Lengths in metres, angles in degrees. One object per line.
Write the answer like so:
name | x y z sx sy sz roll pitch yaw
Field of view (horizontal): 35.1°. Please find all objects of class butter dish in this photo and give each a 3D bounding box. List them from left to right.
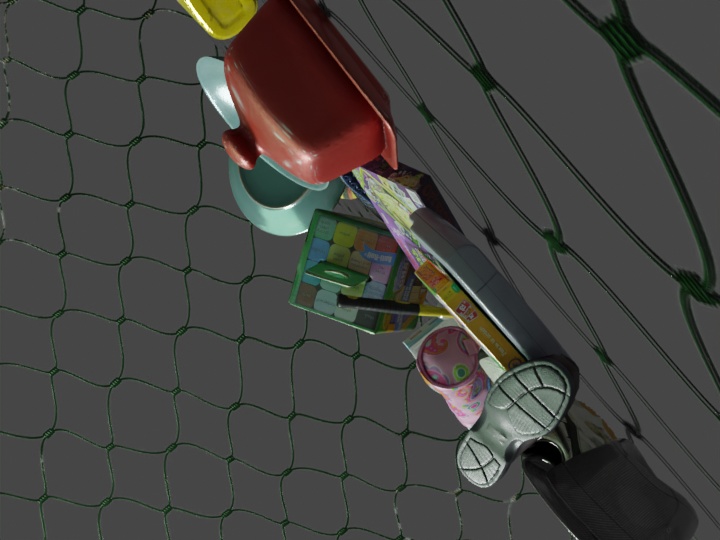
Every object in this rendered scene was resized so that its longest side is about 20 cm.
butter dish | -0.066 -0.154 1.079 0.200 0.148 0.199 52 179 6

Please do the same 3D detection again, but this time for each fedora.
fedora | 0.257 0.225 1.103 0.200 0.090 0.177 40 -172 -31

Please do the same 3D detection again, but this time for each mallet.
mallet | 0.074 0.048 1.272 0.066 0.198 0.041 -125 41 -66

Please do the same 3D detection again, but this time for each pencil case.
pencil case | 0.134 0.137 1.442 0.088 0.087 0.200 51 -179 30

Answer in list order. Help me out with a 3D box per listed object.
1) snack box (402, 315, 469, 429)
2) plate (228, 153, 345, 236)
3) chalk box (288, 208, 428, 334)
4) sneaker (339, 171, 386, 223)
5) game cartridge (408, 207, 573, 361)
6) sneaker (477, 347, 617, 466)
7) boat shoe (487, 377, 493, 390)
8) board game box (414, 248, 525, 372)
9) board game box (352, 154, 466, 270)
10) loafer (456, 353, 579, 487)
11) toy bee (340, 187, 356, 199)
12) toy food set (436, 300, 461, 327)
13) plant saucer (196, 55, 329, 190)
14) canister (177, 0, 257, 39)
snack box | 0.163 0.142 1.580 0.200 0.116 0.037 53 178 -17
plate | -0.097 -0.145 1.440 0.025 0.200 0.201 4 -138 -55
chalk box | 0.000 0.000 1.386 0.124 0.125 0.200 19 -176 19
sneaker | 0.003 -0.118 1.283 0.078 0.070 0.200 40 171 46
game cartridge | 0.133 0.028 1.128 0.200 0.042 0.133 47 177 -29
sneaker | 0.189 0.156 1.256 0.200 0.087 0.076 44 159 29
boat shoe | 0.233 0.177 1.341 0.200 0.072 0.072 41 169 14
board game box | 0.125 0.062 1.166 0.200 0.030 0.096 50 180 -16
board game box | 0.067 -0.047 1.236 0.120 0.032 0.200 24 158 42
loafer | 0.160 0.139 1.124 0.072 0.063 0.200 45 136 15
toy bee | -0.058 -0.157 1.512 0.130 0.109 0.201 -6 -126 -37
toy food set | 0.140 0.060 1.432 0.144 0.060 0.200 52 179 12
plant saucer | -0.099 -0.174 1.279 0.201 0.039 0.201 40 165 13
canister | -0.222 -0.393 1.446 0.200 0.086 0.149 49 177 43
